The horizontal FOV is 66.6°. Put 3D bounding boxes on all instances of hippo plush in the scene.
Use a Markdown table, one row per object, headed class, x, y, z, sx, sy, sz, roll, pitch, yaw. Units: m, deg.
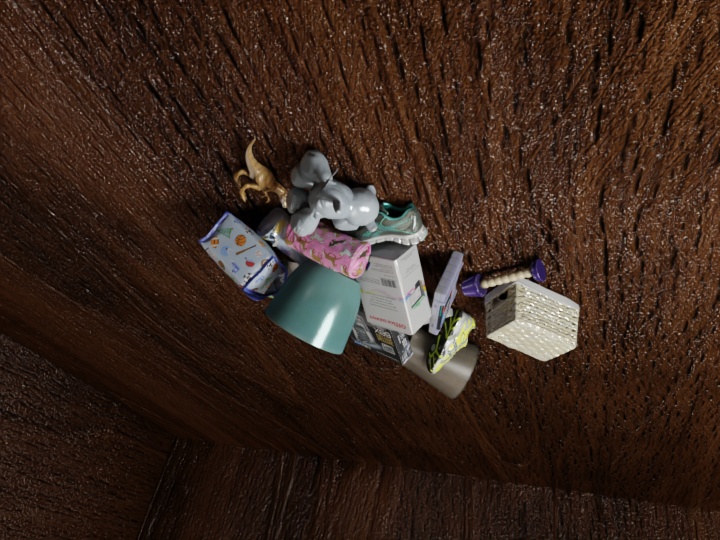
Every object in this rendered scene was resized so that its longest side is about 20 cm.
| class | x | y | z | sx | sy | sz | roll | pitch | yaw |
| --- | --- | --- | --- | --- | --- | --- | --- | --- | --- |
| hippo plush | -0.042 | -0.155 | 1.105 | 0.160 | 0.161 | 0.199 | 2 | 166 | -36 |

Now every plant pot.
| class | x | y | z | sx | sy | sz | roll | pitch | yaw |
| --- | --- | --- | --- | --- | --- | --- | --- | --- | --- |
| plant pot | -0.090 | 0.069 | 1.240 | 0.200 | 0.162 | 0.201 | 29 | -179 | -1 |

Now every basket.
| class | x | y | z | sx | sy | sz | roll | pitch | yaw |
| --- | --- | --- | --- | --- | --- | --- | --- | --- | --- |
| basket | 0.414 | 0.123 | 1.337 | 0.199 | 0.124 | 0.136 | 24 | 146 | -14 |
| basket | 0.217 | 0.258 | 1.612 | 0.199 | 0.181 | 0.136 | 25 | -170 | -5 |

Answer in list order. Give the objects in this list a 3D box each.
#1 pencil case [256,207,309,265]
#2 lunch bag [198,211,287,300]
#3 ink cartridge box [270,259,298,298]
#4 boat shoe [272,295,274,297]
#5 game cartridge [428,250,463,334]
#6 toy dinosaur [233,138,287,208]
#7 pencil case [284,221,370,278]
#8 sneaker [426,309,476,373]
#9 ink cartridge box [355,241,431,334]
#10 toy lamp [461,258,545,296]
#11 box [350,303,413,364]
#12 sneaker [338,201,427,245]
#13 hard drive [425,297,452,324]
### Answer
| class | x | y | z | sx | sy | sz | roll | pitch | yaw |
| --- | --- | --- | --- | --- | --- | --- | --- | --- | --- |
| pencil case | -0.149 | -0.063 | 1.301 | 0.083 | 0.091 | 0.200 | -43 | 128 | 11 |
| lunch bag | -0.267 | -0.024 | 1.308 | 0.170 | 0.124 | 0.200 | 45 | 179 | 12 |
| ink cartridge box | -0.140 | 0.029 | 1.444 | 0.198 | 0.048 | 0.146 | 14 | 130 | 2 |
| boat shoe | -0.126 | 0.052 | 1.390 | 0.199 | 0.074 | 0.063 | -7 | 135 | 22 |
| game cartridge | 0.205 | 0.060 | 1.315 | 0.038 | 0.130 | 0.200 | 17 | 150 | 13 |
| toy dinosaur | -0.218 | -0.204 | 1.155 | 0.106 | 0.061 | 0.200 | -24 | 143 | 11 |
| pencil case | -0.071 | -0.056 | 1.184 | 0.199 | 0.083 | 0.086 | 25 | -162 | 27 |
| sneaker | 0.249 | 0.205 | 1.501 | 0.076 | 0.076 | 0.201 | 22 | 110 | -20 |
| ink cartridge box | 0.069 | 0.033 | 1.265 | 0.144 | 0.084 | 0.201 | 12 | 128 | 42 |
| toy lamp | 0.328 | 0.023 | 1.279 | 0.199 | 0.059 | 0.058 | -15 | 138 | 39 |
| box | 0.040 | 0.157 | 1.499 | 0.199 | 0.050 | 0.158 | 17 | 138 | 44 |
| sneaker | 0.043 | -0.109 | 1.188 | 0.198 | 0.078 | 0.092 | -2 | 129 | 18 |
| hard drive | 0.137 | 0.120 | 1.516 | 0.131 | 0.027 | 0.199 | 23 | 148 | -33 |
